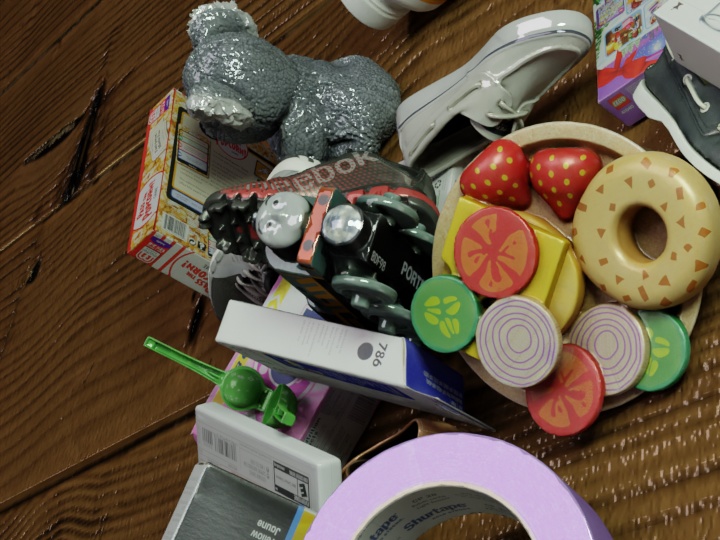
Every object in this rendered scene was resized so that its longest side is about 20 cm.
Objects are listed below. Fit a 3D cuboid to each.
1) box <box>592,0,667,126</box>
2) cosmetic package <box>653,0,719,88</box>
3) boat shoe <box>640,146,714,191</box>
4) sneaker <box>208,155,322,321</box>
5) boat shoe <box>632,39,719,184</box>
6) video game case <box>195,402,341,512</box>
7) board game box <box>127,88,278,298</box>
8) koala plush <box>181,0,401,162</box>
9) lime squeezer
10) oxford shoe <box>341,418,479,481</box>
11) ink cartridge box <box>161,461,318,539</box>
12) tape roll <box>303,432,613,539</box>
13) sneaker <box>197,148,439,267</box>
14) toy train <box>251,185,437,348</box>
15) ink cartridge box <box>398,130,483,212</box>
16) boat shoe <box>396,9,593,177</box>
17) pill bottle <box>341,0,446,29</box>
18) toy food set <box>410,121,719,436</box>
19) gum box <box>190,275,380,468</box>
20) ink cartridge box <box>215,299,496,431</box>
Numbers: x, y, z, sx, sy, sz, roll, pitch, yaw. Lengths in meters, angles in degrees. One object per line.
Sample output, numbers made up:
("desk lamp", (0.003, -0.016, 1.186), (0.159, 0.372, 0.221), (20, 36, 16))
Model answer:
("box", (0.256, -0.210, 1.026), (0.200, 0.039, 0.137), (-33, 38, 38))
("cosmetic package", (0.293, -0.149, 0.830), (0.151, 0.052, 0.200), (-42, 40, -1))
("boat shoe", (0.147, -0.032, 0.996), (0.202, 0.075, 0.075), (-33, 39, 39))
("sneaker", (-0.086, 0.001, 1.261), (0.116, 0.075, 0.200), (-94, 27, -51))
("boat shoe", (0.237, -0.099, 0.905), (0.060, 0.075, 0.200), (-68, 30, 23))
("video game case", (-0.069, 0.207, 1.066), (0.200, 0.023, 0.183), (13, 108, 57))
("board game box", (-0.146, -0.067, 1.406), (0.046, 0.151, 0.200), (-37, 35, 34))
("koala plush", (-0.083, -0.160, 1.341), (0.184, 0.200, 0.178), (-37, 36, 34))
("lime squeezer", (-0.094, 0.097, 1.107), (0.200, 0.070, 0.038), (23, 102, 48))
("oxford shoe", (0.001, 0.173, 1.043), (0.200, 0.071, 0.071), (-47, 33, 24))
("ink cartridge box", (-0.057, 0.256, 0.929), (0.201, 0.197, 0.047), (-67, 11, -15))
("tape roll", (0.058, 0.203, 0.851), (0.199, 0.066, 0.201), (-12, 61, 22))
("sneaker", (-0.029, -0.052, 1.148), (0.200, 0.071, 0.098), (-1, 37, 13))
("toy train", (0.000, 0.000, 1.015), (0.114, 0.200, 0.086), (9, 74, 26))
("ink cartridge box", (0.023, -0.043, 1.240), (0.200, 0.037, 0.095), (-23, 46, 44))
("boat shoe", (0.104, -0.134, 1.117), (0.200, 0.072, 0.066), (-26, 56, 37))
("pill bottle", (0.068, -0.317, 1.340), (0.200, 0.111, 0.111), (-35, 38, 37))
("toy food set", (0.131, 0.003, 0.926), (0.200, 0.049, 0.199), (24, 106, 27))
("gum box", (-0.045, 0.088, 1.163), (0.113, 0.066, 0.200), (27, 87, 44))
("ink cartridge box", (0.000, 0.068, 1.035), (0.199, 0.099, 0.039), (13, 78, 33))
